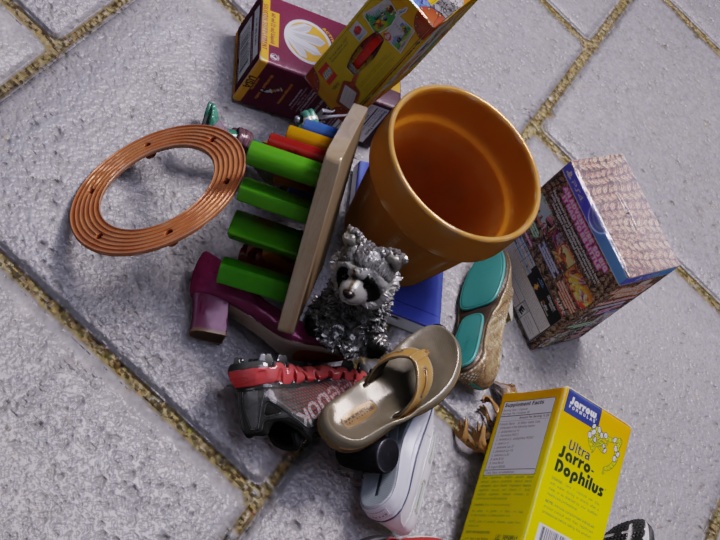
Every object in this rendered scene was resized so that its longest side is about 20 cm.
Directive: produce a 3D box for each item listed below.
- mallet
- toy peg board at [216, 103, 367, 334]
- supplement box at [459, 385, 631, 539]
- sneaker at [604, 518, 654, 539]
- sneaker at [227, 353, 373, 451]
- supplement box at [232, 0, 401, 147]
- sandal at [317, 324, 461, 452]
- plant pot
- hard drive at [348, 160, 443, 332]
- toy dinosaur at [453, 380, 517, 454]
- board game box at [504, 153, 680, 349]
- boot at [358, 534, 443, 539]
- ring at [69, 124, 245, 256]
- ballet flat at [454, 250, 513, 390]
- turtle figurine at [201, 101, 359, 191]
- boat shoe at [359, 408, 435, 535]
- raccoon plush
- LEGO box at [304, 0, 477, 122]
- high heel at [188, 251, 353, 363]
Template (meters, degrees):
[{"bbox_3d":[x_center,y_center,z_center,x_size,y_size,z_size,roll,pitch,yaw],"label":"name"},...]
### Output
[{"bbox_3d":[0.036,0.137,1.367,0.041,0.065,0.201,57,44,-32],"label":"mallet"},{"bbox_3d":[-0.075,-0.072,1.340,0.097,0.202,0.200,18,23,1],"label":"toy peg board"},{"bbox_3d":[0.201,0.242,1.366,0.109,0.108,0.202,31,67,-26],"label":"supplement box"},{"bbox_3d":[0.303,0.380,1.430,0.080,0.073,0.201,42,51,-24],"label":"sneaker"},{"bbox_3d":[-0.056,0.143,1.331,0.199,0.070,0.099,7,77,-44],"label":"sneaker"},{"bbox_3d":[-0.053,-0.248,1.559,0.198,0.086,0.112,16,54,-25],"label":"supplement box"},{"bbox_3d":[0.037,0.117,1.309,0.199,0.054,0.080,-32,63,-33],"label":"sandal"},{"bbox_3d":[0.076,-0.078,1.440,0.198,0.183,0.202,15,55,-23],"label":"plant pot"},{"bbox_3d":[0.043,-0.028,1.527,0.131,0.025,0.202,21,53,-21],"label":"hard drive"},{"bbox_3d":[0.168,0.208,1.443,0.105,0.060,0.202,16,55,-26],"label":"toy dinosaur"},{"bbox_3d":[0.268,-0.022,1.555,0.096,0.200,0.161,-10,69,-37],"label":"board game box"},{"bbox_3d":[0.042,0.295,1.250,0.198,0.144,0.073,-6,65,-36],"label":"boot"},{"bbox_3d":[-0.212,-0.083,1.315,0.019,0.198,0.202,69,33,-42],"label":"ring"},{"bbox_3d":[0.153,0.063,1.530,0.065,0.070,0.201,50,45,-33],"label":"ballet flat"},{"bbox_3d":[-0.087,-0.142,1.450,0.197,0.150,0.102,15,78,-14],"label":"turtle figurine"},{"bbox_3d":[0.047,0.197,1.375,0.067,0.073,0.201,51,43,-33],"label":"boat shoe"},{"bbox_3d":[0.000,0.000,1.338,0.096,0.135,0.201,16,24,-8],"label":"raccoon plush"},{"bbox_3d":[0.045,-0.281,1.452,0.077,0.200,0.149,48,48,-1],"label":"LEGO box"},{"bbox_3d":[-0.089,0.041,1.367,0.198,0.067,0.097,14,66,-22],"label":"high heel"}]
